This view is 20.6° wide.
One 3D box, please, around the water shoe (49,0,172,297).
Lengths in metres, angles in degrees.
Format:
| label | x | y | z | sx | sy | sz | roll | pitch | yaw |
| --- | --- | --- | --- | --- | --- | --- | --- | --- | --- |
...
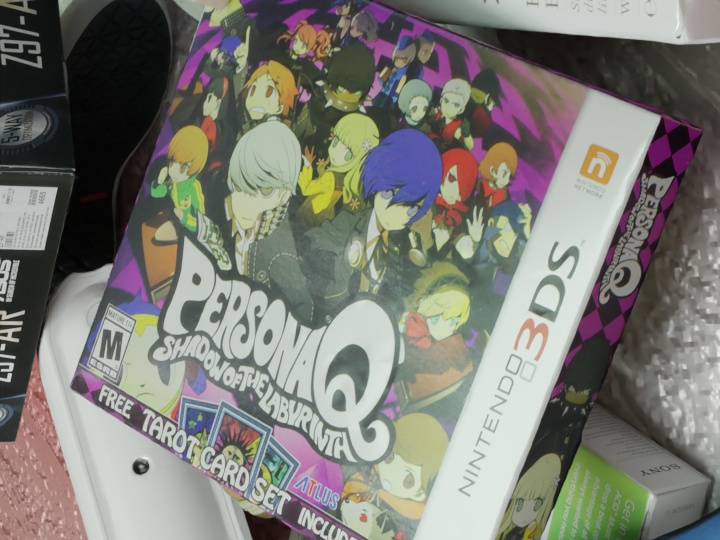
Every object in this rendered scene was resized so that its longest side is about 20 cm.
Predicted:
| label | x | y | z | sx | sy | sz | roll | pitch | yaw |
| --- | --- | --- | --- | --- | --- | --- | --- | --- | --- |
| water shoe | -0.155 | -0.074 | 1.006 | 0.079 | 0.071 | 0.200 | 51 | 133 | 37 |

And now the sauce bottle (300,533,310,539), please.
| label | x | y | z | sx | sy | sz | roll | pitch | yaw |
| --- | --- | --- | --- | --- | --- | --- | --- | --- | --- |
| sauce bottle | 0.043 | 0.029 | 0.726 | 0.065 | 0.065 | 0.200 | 45 | 115 | 39 |

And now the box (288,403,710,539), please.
| label | x | y | z | sx | sy | sz | roll | pitch | yaw |
| --- | --- | --- | --- | --- | --- | --- | --- | --- | --- |
| box | 0.047 | 0.102 | 0.802 | 0.200 | 0.036 | 0.145 | 36 | 124 | 45 |

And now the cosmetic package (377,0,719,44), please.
| label | x | y | z | sx | sy | sz | roll | pitch | yaw |
| --- | --- | --- | --- | --- | --- | --- | --- | --- | --- |
| cosmetic package | 0.064 | -0.136 | 0.700 | 0.200 | 0.074 | 0.102 | 11 | 105 | 51 |

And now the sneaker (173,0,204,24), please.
| label | x | y | z | sx | sy | sz | roll | pitch | yaw |
| --- | --- | --- | --- | --- | --- | --- | --- | --- | --- |
| sneaker | -0.072 | -0.157 | 0.788 | 0.086 | 0.200 | 0.078 | -19 | 65 | 41 |

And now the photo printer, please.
| label | x | y | z | sx | sy | sz | roll | pitch | yaw |
| --- | --- | --- | --- | --- | --- | --- | --- | --- | --- |
| photo printer | -0.095 | 0.104 | 0.913 | 0.167 | 0.069 | 0.200 | 93 | 159 | -63 |

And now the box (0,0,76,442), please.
| label | x | y | z | sx | sy | sz | roll | pitch | yaw |
| --- | --- | --- | --- | --- | --- | --- | --- | --- | --- |
| box | -0.169 | -0.042 | 0.895 | 0.200 | 0.043 | 0.161 | 113 | 152 | -49 |

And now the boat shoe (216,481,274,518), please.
| label | x | y | z | sx | sy | sz | roll | pitch | yaw |
| --- | --- | --- | --- | --- | --- | --- | --- | --- | --- |
| boat shoe | -0.019 | -0.003 | 0.777 | 0.200 | 0.076 | 0.072 | -64 | 17 | 2 |

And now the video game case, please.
| label | x | y | z | sx | sy | sz | roll | pitch | yaw |
| --- | --- | --- | --- | --- | --- | --- | --- | --- | --- |
| video game case | 0.000 | 0.000 | 0.696 | 0.200 | 0.036 | 0.182 | 27 | 100 | 35 |

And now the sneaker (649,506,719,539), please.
| label | x | y | z | sx | sy | sz | roll | pitch | yaw |
| --- | --- | --- | --- | --- | --- | --- | --- | --- | --- |
| sneaker | 0.100 | 0.124 | 0.667 | 0.200 | 0.078 | 0.066 | -25 | 90 | 34 |

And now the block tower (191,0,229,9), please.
| label | x | y | z | sx | sy | sz | roll | pitch | yaw |
| --- | --- | --- | --- | --- | --- | --- | --- | --- | --- |
| block tower | -0.030 | -0.190 | 0.680 | 0.058 | 0.054 | 0.200 | 47 | 116 | 35 |
